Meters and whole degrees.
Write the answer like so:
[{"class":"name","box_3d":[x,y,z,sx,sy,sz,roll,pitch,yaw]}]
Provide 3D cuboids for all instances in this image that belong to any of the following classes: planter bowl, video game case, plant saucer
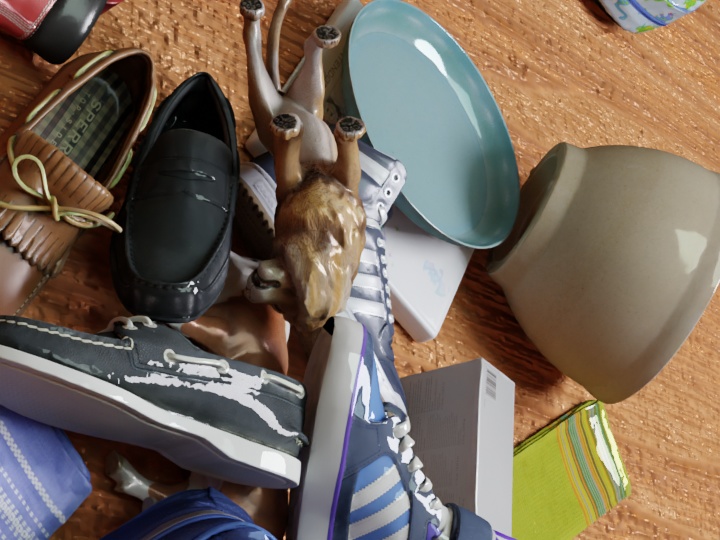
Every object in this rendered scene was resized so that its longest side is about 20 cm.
[{"class":"planter bowl","box_3d":[0.182,-0.016,1.005,0.134,0.201,0.201,28,50,-6]},{"class":"video game case","box_3d":[0.019,-0.077,0.962,0.200,0.024,0.183,49,44,-22]},{"class":"plant saucer","box_3d":[0.050,-0.105,0.959,0.199,0.027,0.202,30,47,-38]}]

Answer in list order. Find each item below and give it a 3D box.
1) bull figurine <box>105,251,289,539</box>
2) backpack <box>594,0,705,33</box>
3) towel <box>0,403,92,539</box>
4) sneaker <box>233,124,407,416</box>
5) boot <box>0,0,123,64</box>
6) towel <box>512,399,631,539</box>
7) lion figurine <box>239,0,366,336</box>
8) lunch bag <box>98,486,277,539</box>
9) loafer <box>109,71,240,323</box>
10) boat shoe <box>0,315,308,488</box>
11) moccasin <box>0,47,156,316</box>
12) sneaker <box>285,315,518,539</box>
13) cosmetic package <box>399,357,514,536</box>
[{"class":"bull figurine","box_3d":[-0.085,0.070,0.753,0.121,0.065,0.202,10,64,-41]},{"class":"backpack","box_3d":[0.266,-0.334,1.275,0.163,0.152,0.202,-52,125,-53]},{"class":"towel","box_3d":[-0.206,0.119,0.592,0.201,0.024,0.146,-57,137,-44]},{"class":"sneaker","box_3d":[0.000,0.000,0.851,0.108,0.070,0.201,-34,96,-28]},{"class":"boot","box_3d":[-0.194,-0.228,0.764,0.144,0.072,0.202,26,64,-39]},{"class":"towel","box_3d":[0.150,0.169,1.002,0.199,0.018,0.087,-22,89,-50]},{"class":"lion figurine","box_3d":[-0.036,-0.070,0.771,0.072,0.123,0.201,-2,48,-5]},{"class":"lunch bag","box_3d":[-0.068,0.217,0.618,0.135,0.132,0.201,-32,98,-14]},{"class":"loafer","box_3d":[-0.103,-0.046,0.731,0.067,0.071,0.201,7,34,-6]},{"class":"boat shoe","box_3d":[-0.108,0.056,0.653,0.199,0.075,0.061,30,60,-40]},{"class":"moccasin","box_3d":[-0.166,-0.045,0.699,0.074,0.077,0.202,48,49,-21]},{"class":"sneaker","box_3d":[0.034,0.132,0.744,0.145,0.081,0.203,6,95,-10]},{"class":"cosmetic package","box_3d":[0.055,0.165,0.847,0.051,0.082,0.202,37,49,-44]}]
